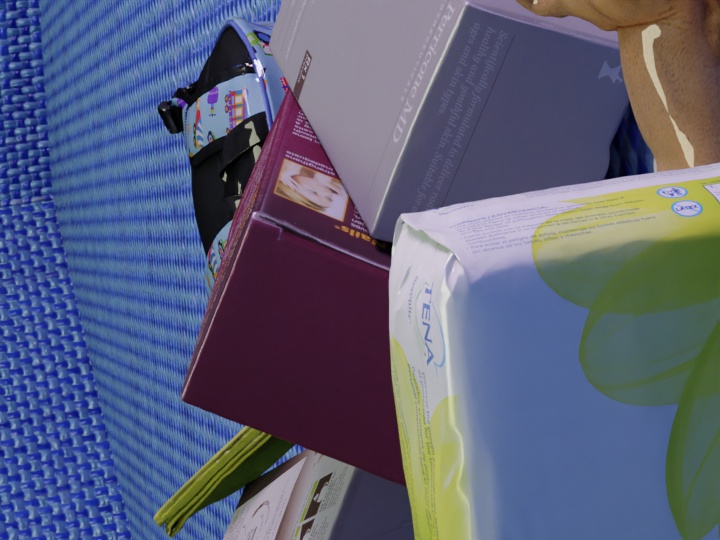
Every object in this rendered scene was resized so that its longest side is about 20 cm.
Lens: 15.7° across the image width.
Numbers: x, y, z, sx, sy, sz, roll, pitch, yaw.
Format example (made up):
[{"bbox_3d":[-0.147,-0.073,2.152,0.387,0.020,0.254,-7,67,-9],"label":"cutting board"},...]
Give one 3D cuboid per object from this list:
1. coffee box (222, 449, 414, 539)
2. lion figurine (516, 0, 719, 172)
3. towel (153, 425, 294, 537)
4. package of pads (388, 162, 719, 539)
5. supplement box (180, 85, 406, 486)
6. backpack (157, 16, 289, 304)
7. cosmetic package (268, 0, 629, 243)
[{"bbox_3d":[0.010,0.137,1.212,0.200,0.113,0.080,-36,30,65],"label":"coffee box"},{"bbox_3d":[0.106,-0.060,0.869,0.122,0.072,0.200,12,125,68],"label":"lion figurine"},{"bbox_3d":[-0.023,0.067,1.267,0.018,0.086,0.200,56,135,10],"label":"towel"},{"bbox_3d":[0.090,0.070,0.779,0.068,0.154,0.200,-138,41,-69],"label":"package of pads"},{"bbox_3d":[0.000,0.000,1.083,0.200,0.110,0.086,-80,13,-70],"label":"supplement box"},{"bbox_3d":[-0.017,-0.042,1.301,0.200,0.134,0.183,130,130,-76],"label":"backpack"},{"bbox_3d":[0.034,-0.089,1.066,0.200,0.090,0.107,-116,45,-63],"label":"cosmetic package"}]
